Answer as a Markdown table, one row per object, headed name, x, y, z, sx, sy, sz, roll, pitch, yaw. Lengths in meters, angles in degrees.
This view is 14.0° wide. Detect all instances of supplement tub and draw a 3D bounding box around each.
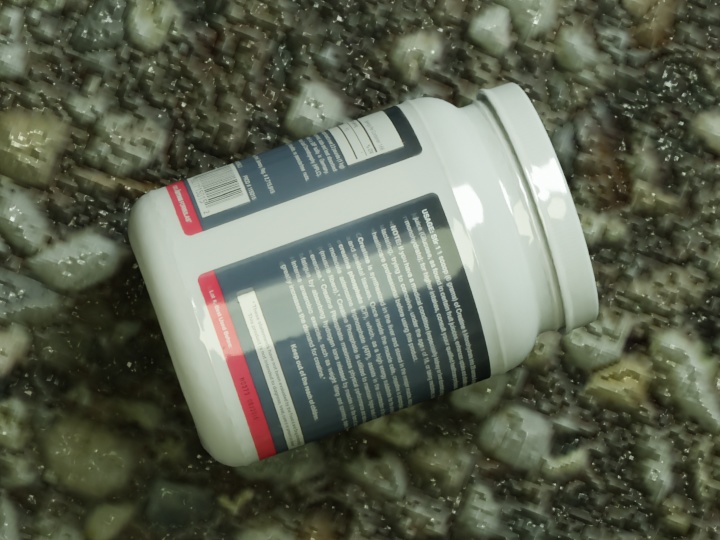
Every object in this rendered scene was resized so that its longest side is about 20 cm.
| name | x | y | z | sx | sy | sz | roll | pitch | yaw |
| --- | --- | --- | --- | --- | --- | --- | --- | --- | --- |
| supplement tub | 0.000 | 0.000 | 1.404 | 0.200 | 0.140 | 0.141 | -19 | 98 | -4 |
